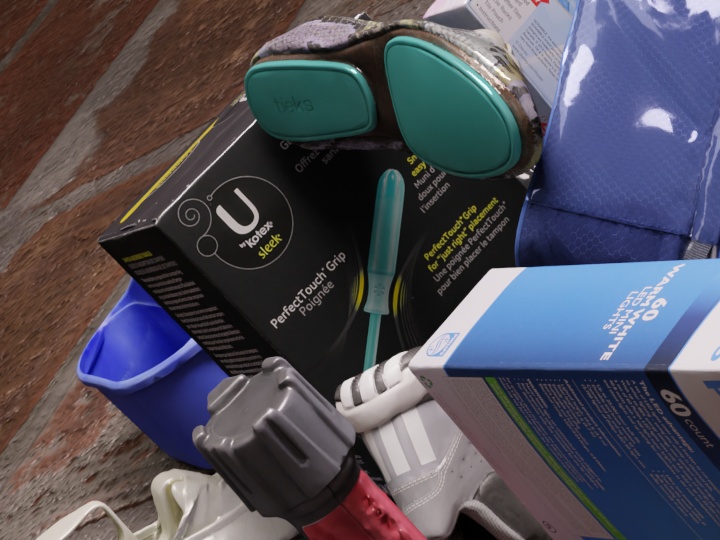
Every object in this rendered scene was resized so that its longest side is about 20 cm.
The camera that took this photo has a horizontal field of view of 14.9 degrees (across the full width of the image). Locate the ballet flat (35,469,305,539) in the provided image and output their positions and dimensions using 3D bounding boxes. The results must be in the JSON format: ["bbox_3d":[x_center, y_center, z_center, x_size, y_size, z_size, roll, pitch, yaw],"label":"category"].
[{"bbox_3d":[-0.107,0.139,1.393,0.200,0.069,0.069,-25,13,-20],"label":"ballet flat"}]

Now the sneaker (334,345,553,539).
[{"bbox_3d":[0.070,0.095,1.222,0.075,0.116,0.200,-30,-17,33],"label":"sneaker"}]

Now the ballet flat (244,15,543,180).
[{"bbox_3d":[0.028,-0.084,1.205,0.072,0.072,0.200,-49,32,-21],"label":"ballet flat"}]

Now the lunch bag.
[{"bbox_3d":[0.155,-0.044,1.189,0.132,0.136,0.200,10,75,18],"label":"lunch bag"}]

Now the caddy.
[{"bbox_3d":[-0.092,0.033,1.616,0.141,0.105,0.200,-45,16,-14],"label":"caddy"}]

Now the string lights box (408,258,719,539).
[{"bbox_3d":[0.114,0.052,0.994,0.059,0.103,0.200,-49,22,-23],"label":"string lights box"}]

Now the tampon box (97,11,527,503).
[{"bbox_3d":[0.000,0.000,1.355,0.150,0.200,0.126,-46,11,-15],"label":"tampon box"}]

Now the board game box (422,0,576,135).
[{"bbox_3d":[0.156,-0.119,1.336,0.200,0.200,0.041,-50,20,-25],"label":"board game box"}]

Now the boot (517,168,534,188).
[{"bbox_3d":[0.017,0.028,1.484,0.200,0.066,0.165,-46,8,-26],"label":"boot"}]

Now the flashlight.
[{"bbox_3d":[0.019,0.121,1.074,0.068,0.200,0.068,-28,24,32],"label":"flashlight"}]
